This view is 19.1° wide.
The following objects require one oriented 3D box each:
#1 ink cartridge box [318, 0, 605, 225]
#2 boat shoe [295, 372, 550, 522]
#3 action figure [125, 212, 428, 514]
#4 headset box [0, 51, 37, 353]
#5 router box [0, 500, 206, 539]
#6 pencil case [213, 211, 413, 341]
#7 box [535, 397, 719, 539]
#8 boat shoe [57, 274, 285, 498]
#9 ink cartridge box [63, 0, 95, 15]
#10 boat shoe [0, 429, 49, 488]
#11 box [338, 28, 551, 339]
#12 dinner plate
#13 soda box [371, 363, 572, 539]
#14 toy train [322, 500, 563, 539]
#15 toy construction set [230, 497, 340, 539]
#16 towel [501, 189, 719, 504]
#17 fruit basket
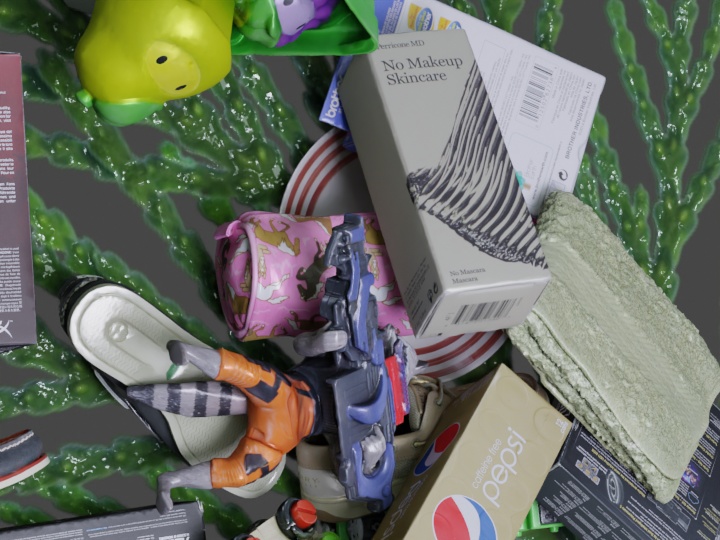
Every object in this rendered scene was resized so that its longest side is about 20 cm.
[{"bbox_3d":[0.069,-0.119,1.521,0.200,0.042,0.120,22,77,-21],"label":"ink cartridge box"},{"bbox_3d":[0.045,0.108,1.484,0.200,0.072,0.065,-21,117,-23],"label":"boat shoe"},{"bbox_3d":[-0.045,0.059,1.384,0.193,0.105,0.201,-7,104,-32],"label":"action figure"},{"bbox_3d":[-0.260,-0.046,1.345,0.077,0.149,0.201,-3,86,-23],"label":"headset box"},{"bbox_3d":[-0.192,0.237,1.388,0.199,0.062,0.150,-6,86,-23],"label":"router box"},{"bbox_3d":[0.000,0.000,1.458,0.199,0.083,0.087,-4,50,-21],"label":"pencil case"},{"bbox_3d":[0.220,0.154,1.539,0.200,0.044,0.160,41,44,-13],"label":"box"},{"bbox_3d":[-0.125,0.075,1.432,0.072,0.068,0.200,-50,116,-11],"label":"boat shoe"},{"bbox_3d":[-0.148,-0.283,1.419,0.200,0.084,0.144,-56,138,-18],"label":"ink cartridge box"},{"bbox_3d":[-0.298,0.128,1.356,0.200,0.071,0.063,-14,87,-19],"label":"boat shoe"},{"bbox_3d":[0.053,-0.059,1.411,0.082,0.068,0.200,-8,63,-21],"label":"box"},{"bbox_3d":[0.031,-0.016,1.528,0.200,0.024,0.201,3,82,-22],"label":"dinner plate"},{"bbox_3d":[0.063,0.156,1.383,0.068,0.064,0.200,41,48,-8],"label":"soda box"},{"bbox_3d":[0.071,0.174,1.506,0.199,0.056,0.042,-4,86,-23],"label":"toy train"},{"bbox_3d":[-0.046,0.228,1.385,0.092,0.200,0.131,-36,86,20],"label":"toy construction set"},{"bbox_3d":[0.179,0.050,1.493,0.200,0.036,0.149,47,43,-18],"label":"towel"},{"bbox_3d":[-0.094,-0.183,1.356,0.215,0.155,0.216,-7,98,-61],"label":"fruit basket"}]
